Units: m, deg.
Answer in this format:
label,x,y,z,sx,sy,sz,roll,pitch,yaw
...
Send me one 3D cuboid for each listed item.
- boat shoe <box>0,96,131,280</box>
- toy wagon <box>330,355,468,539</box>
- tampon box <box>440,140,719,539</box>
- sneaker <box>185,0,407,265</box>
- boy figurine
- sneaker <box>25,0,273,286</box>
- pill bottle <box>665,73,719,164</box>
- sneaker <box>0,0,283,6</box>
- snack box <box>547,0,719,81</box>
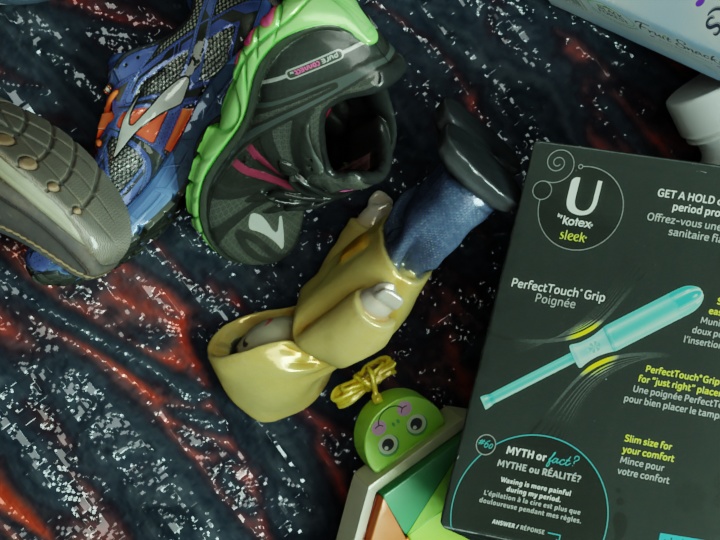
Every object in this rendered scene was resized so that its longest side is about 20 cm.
label,x,y,z,sx,sy,sz,roll,pitch,yaw
boat shoe,-0.198,-0.050,1.086,0.200,0.074,0.073,37,111,20
toy wagon,0.047,0.137,1.166,0.155,0.040,0.200,-35,115,-11
tampon box,0.148,0.056,1.079,0.149,0.126,0.201,10,78,23
sneaker,-0.030,-0.056,1.065,0.084,0.200,0.077,40,57,12
boy figurine,0.000,0.000,1.134,0.064,0.124,0.200,39,115,-18
sneaker,-0.110,-0.074,1.132,0.078,0.075,0.200,39,78,2
pill bottle,0.252,-0.025,1.187,0.112,0.112,0.200,-32,98,-10
sneaker,-0.093,-0.166,1.081,0.202,0.146,0.077,-25,130,-10
snack box,0.202,-0.175,1.135,0.142,0.200,0.053,-56,145,-4
